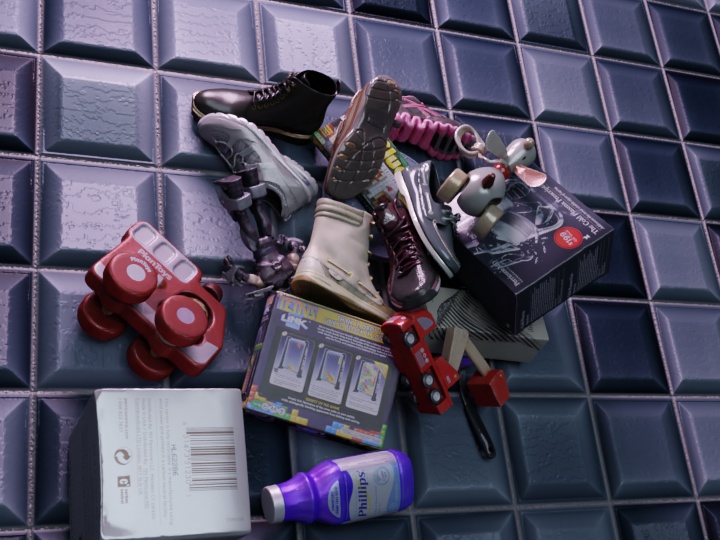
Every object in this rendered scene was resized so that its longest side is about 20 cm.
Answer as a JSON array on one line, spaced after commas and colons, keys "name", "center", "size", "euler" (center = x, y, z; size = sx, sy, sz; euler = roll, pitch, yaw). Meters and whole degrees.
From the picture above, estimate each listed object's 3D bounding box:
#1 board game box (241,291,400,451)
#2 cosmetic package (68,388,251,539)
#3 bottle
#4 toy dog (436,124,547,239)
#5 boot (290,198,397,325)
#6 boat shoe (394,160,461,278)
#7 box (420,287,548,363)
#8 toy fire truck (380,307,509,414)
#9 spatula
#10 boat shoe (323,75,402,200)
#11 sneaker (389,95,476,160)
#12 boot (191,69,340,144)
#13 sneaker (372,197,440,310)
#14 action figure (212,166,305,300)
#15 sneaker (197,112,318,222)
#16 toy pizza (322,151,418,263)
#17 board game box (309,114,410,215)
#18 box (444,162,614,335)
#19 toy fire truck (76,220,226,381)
[{"name": "board game box", "center": [-0.050, 0.138, 1.337], "size": [0.200, 0.057, 0.166], "euler": [20, 70, -16]}, {"name": "cosmetic package", "center": [-0.237, 0.241, 1.133], "size": [0.166, 0.200, 0.168], "euler": [2, 66, -24]}, {"name": "bottle", "center": [-0.028, 0.287, 1.282], "size": [0.200, 0.065, 0.084], "euler": [-5, 95, -27]}, {"name": "toy dog", "center": [0.192, -0.140, 1.374], "size": [0.132, 0.096, 0.200], "euler": [26, 53, -9]}, {"name": "boot", "center": [0.000, 0.000, 1.410], "size": [0.200, 0.072, 0.155], "euler": [32, 55, -30]}, {"name": "boat shoe", "center": [0.105, -0.078, 1.379], "size": [0.062, 0.073, 0.200], "euler": [-28, 51, 9]}, {"name": "box", "center": [0.173, 0.081, 1.466], "size": [0.200, 0.068, 0.082], "euler": [6, 51, -22]}, {"name": "toy fire truck", "center": [0.120, 0.126, 1.369], "size": [0.141, 0.049, 0.200], "euler": [-36, 108, -36]}, {"name": "spatula", "center": [0.157, 0.181, 1.447], "size": [0.056, 0.021, 0.200], "euler": [-10, 72, -34]}, {"name": "boat shoe", "center": [-0.002, -0.193, 1.462], "size": [0.076, 0.072, 0.200], "euler": [31, 78, -25]}, {"name": "sneaker", "center": [0.099, -0.245, 1.597], "size": [0.200, 0.079, 0.095], "euler": [15, 50, -19]}, {"name": "boot", "center": [-0.138, -0.260, 1.450], "size": [0.200, 0.138, 0.078], "euler": [4, 65, -22]}, {"name": "sneaker", "center": [0.051, -0.032, 1.366], "size": [0.116, 0.076, 0.200], "euler": [60, 10, -24]}, {"name": "action figure", "center": [-0.140, -0.041, 1.375], "size": [0.130, 0.069, 0.200], "euler": [-27, 104, -41]}, {"name": "sneaker", "center": [-0.159, -0.152, 1.428], "size": [0.200, 0.075, 0.082], "euler": [36, 64, 0]}, {"name": "toy pizza", "center": [0.034, -0.100, 1.516], "size": [0.200, 0.032, 0.200], "euler": [8, 65, -18]}, {"name": "board game box", "center": [0.023, -0.152, 1.504], "size": [0.105, 0.023, 0.200], "euler": [-35, 84, -32]}, {"name": "box", "center": [0.232, -0.041, 1.438], "size": [0.182, 0.104, 0.200], "euler": [-33, 55, -16]}, {"name": "toy fire truck", "center": [-0.256, 0.037, 1.286], "size": [0.200, 0.112, 0.168], "euler": [41, 38, -3]}]
